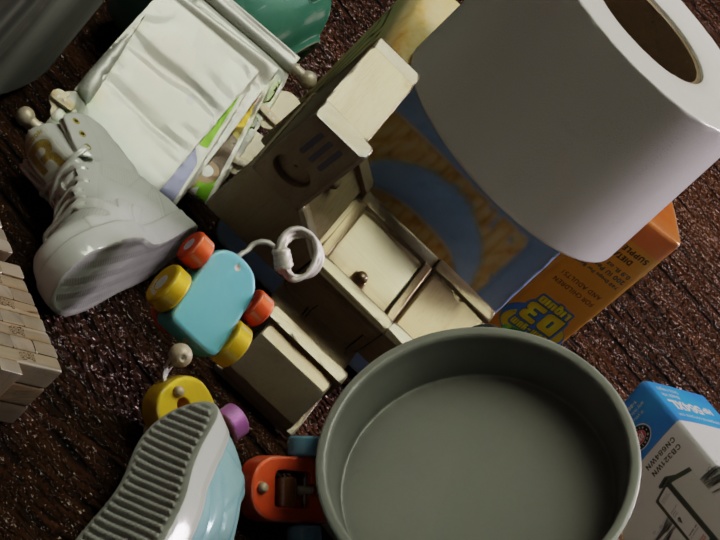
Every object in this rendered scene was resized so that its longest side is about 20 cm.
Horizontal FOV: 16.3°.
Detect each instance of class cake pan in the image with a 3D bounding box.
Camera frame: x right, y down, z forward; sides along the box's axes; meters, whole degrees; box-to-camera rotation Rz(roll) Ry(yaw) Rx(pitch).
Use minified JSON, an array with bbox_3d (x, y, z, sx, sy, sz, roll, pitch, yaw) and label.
[{"bbox_3d":[0.072,0.126,1.543,0.037,0.199,0.201,84,-15,-53],"label":"cake pan"}]

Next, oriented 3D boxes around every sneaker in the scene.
[{"bbox_3d":[-0.106,0.159,1.438,0.082,0.073,0.200,63,31,-22],"label":"sneaker"},{"bbox_3d":[-0.187,-0.040,1.613,0.116,0.074,0.200,47,15,5],"label":"sneaker"}]

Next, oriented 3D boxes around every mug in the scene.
[{"bbox_3d":[-0.091,-0.196,1.866,0.152,0.185,0.115,-35,90,-25],"label":"mug"}]

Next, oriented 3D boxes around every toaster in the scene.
[{"bbox_3d":[-0.237,-0.195,1.684,0.114,0.129,0.200,50,24,6],"label":"toaster"}]

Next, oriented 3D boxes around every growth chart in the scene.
[{"bbox_3d":[-0.127,-0.116,1.756,0.145,0.018,0.200,47,60,-8],"label":"growth chart"}]

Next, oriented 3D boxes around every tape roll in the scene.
[{"bbox_3d":[0.151,-0.125,1.730,0.202,0.139,0.203,38,25,-21],"label":"tape roll"}]

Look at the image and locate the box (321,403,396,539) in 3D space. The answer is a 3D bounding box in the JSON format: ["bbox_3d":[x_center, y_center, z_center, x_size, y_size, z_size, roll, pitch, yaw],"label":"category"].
[{"bbox_3d":[0.058,0.181,1.646,0.200,0.095,0.078,51,24,5],"label":"box"}]

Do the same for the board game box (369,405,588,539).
[{"bbox_3d":[0.055,0.180,1.541,0.104,0.024,0.201,20,58,15],"label":"board game box"}]

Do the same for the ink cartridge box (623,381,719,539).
[{"bbox_3d":[0.237,0.202,1.803,0.084,0.146,0.200,18,26,-47],"label":"ink cartridge box"}]

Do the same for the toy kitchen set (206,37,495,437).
[{"bbox_3d":[0.000,0.000,1.646,0.200,0.180,0.163,44,58,-7],"label":"toy kitchen set"}]

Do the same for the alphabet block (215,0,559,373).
[{"bbox_3d":[0.037,-0.062,1.854,0.195,0.196,0.200,44,24,-10],"label":"alphabet block"}]

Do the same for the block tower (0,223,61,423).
[{"bbox_3d":[-0.238,0.000,1.478,0.058,0.054,0.201,17,38,-47],"label":"block tower"}]

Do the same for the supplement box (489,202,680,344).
[{"bbox_3d":[0.150,0.007,1.927,0.066,0.200,0.069,34,30,-26],"label":"supplement box"}]

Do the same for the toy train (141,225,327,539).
[{"bbox_3d":[-0.077,0.074,1.578,0.149,0.055,0.202,0,86,-35],"label":"toy train"}]

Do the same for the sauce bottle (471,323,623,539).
[{"bbox_3d":[0.110,0.121,1.632,0.065,0.065,0.201,19,36,-46],"label":"sauce bottle"}]
